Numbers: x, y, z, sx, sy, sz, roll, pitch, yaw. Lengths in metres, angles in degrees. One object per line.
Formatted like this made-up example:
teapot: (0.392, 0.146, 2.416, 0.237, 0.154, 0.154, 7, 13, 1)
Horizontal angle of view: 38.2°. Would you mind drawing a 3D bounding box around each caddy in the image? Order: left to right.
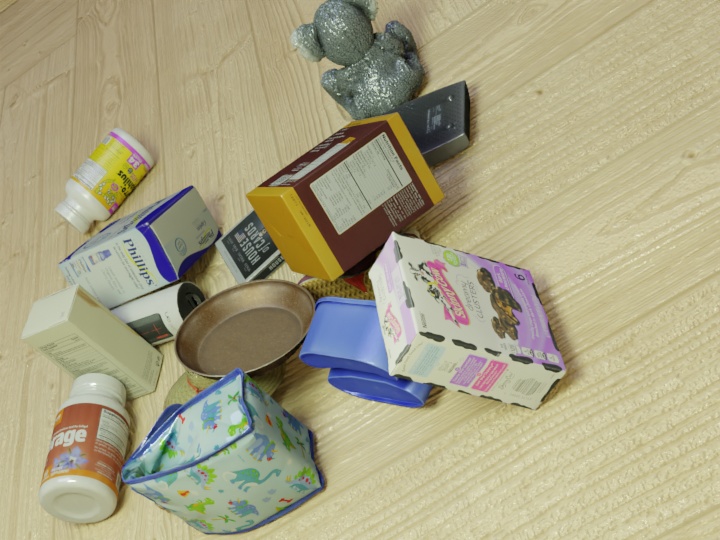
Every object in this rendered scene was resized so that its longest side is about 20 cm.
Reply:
caddy: (0.019, 0.092, 1.305, 0.198, 0.141, 0.106, 5, 62, 42)

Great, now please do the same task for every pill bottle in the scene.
pill bottle: (-0.400, 0.257, 1.531, 0.111, 0.112, 0.202, -23, 42, 21)
pill bottle: (-0.497, -0.169, 2.009, 0.201, 0.104, 0.104, -52, 40, -11)

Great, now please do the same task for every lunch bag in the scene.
lunch bag: (-0.173, 0.244, 1.304, 0.198, 0.170, 0.128, -34, 39, 12)

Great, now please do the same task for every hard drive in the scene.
hard drive: (0.081, -0.205, 1.601, 0.197, 0.042, 0.137, -20, 44, 26)

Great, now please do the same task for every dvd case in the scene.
dvd case: (-0.136, -0.068, 1.675, 0.199, 0.025, 0.151, -41, 38, 1)

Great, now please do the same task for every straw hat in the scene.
straw hat: (-0.206, 0.127, 1.463, 0.198, 0.086, 0.202, -18, 29, 10)

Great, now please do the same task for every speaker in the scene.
speaker: (-0.341, 0.082, 1.667, 0.197, 0.081, 0.082, -17, 45, 27)

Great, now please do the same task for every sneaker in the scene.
sneaker: (0.000, 0.000, 1.470, 0.197, 0.076, 0.091, -15, 33, 25)

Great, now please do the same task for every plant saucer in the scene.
plant saucer: (-0.151, 0.086, 1.392, 0.196, 0.037, 0.202, -12, 33, 8)

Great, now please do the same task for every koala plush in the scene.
koala plush: (-0.004, -0.358, 1.681, 0.176, 0.201, 0.185, -34, 36, 8)

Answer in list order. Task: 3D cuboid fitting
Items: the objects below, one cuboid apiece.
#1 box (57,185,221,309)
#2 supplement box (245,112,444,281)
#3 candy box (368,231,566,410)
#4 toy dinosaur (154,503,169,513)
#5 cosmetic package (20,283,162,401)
box: (-0.360, -0.034, 1.713, 0.197, 0.106, 0.184, -21, 17, 24)
supplement box: (-0.025, -0.104, 1.446, 0.199, 0.134, 0.197, -36, 15, -14)
candy box: (0.120, 0.057, 1.201, 0.072, 0.197, 0.169, -58, 28, 35)
toy dinosaur: (-0.210, 0.245, 1.439, 0.201, 0.060, 0.106, -49, 59, 4)
cosmetic package: (-0.407, 0.117, 1.593, 0.104, 0.200, 0.072, -18, 44, 25)
